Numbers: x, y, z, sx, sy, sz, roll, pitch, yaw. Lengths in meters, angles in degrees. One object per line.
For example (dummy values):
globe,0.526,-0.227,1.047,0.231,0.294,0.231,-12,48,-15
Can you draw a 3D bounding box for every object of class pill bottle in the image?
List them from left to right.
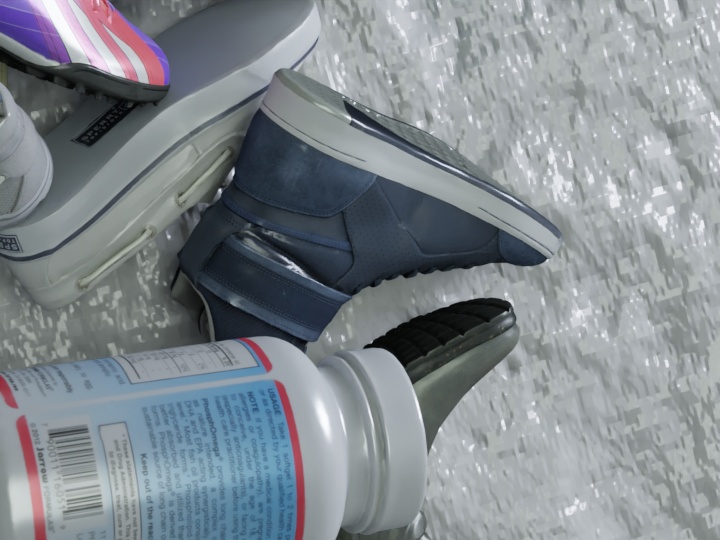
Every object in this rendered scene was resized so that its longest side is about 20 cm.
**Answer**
pill bottle,-0.077,0.088,0.971,0.199,0.109,0.109,-7,91,-22

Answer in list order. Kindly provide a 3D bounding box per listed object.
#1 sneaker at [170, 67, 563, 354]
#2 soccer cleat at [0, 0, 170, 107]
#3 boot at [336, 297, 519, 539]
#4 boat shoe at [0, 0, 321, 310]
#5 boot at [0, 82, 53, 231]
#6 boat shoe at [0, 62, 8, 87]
sneaker,-0.001,-0.001,1.080,0.202,0.077,0.147,22,102,-40
soccer cleat,-0.150,-0.127,0.955,0.200,0.068,0.074,21,92,-46
boot,0.018,0.114,1.093,0.200,0.068,0.131,-36,106,-10
boat shoe,-0.090,-0.058,1.050,0.200,0.072,0.066,-45,133,-26
boot,-0.238,-0.047,0.949,0.199,0.096,0.074,-12,70,-2
boat shoe,-0.215,-0.148,0.979,0.065,0.072,0.201,-47,128,-59
